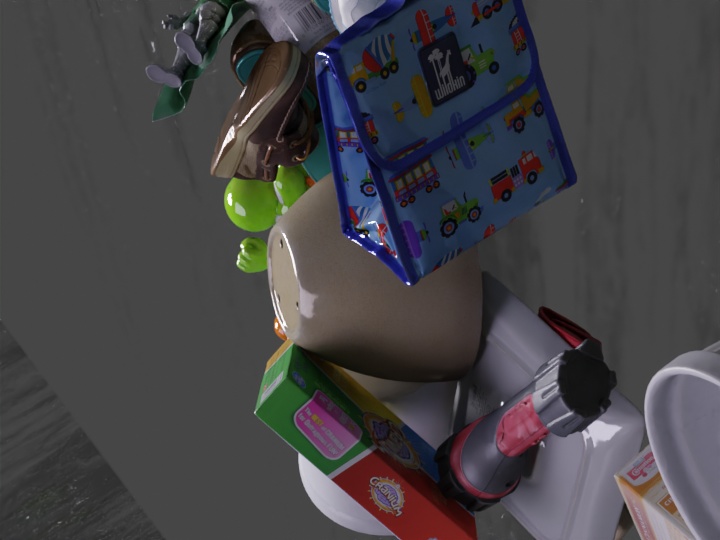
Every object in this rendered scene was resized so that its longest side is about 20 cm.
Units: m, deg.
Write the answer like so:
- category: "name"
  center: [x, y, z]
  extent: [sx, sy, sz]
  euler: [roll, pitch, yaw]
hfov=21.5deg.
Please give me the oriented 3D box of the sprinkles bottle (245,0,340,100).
- category: "sprinkles bottle"
  center: [-0.053, -0.218, 1.540]
  extent: [0.200, 0.068, 0.068]
  euler: [55, 162, 13]

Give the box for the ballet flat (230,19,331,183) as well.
- category: "ballet flat"
  center: [-0.046, -0.142, 1.629]
  extent: [0.200, 0.068, 0.073]
  euler: [46, -155, -35]

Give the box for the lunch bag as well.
- category: "lunch bag"
  center: [0.049, -0.118, 1.291]
  extent: [0.094, 0.150, 0.201]
  euler: [38, 153, 47]

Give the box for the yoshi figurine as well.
- category: "yoshi figurine"
  center: [-0.077, -0.031, 1.849]
  extent: [0.112, 0.111, 0.201]
  euler: [50, 158, 45]

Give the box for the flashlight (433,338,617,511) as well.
- category: "flashlight"
  center: [0.123, 0.123, 1.430]
  extent: [0.068, 0.068, 0.200]
  euler: [59, 149, 9]

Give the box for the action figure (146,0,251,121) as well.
- category: "action figure"
  center: [-0.126, -0.218, 1.613]
  extent: [0.055, 0.200, 0.118]
  euler: [41, 121, -13]

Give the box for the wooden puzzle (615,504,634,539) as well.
- category: "wooden puzzle"
  center: [0.161, 0.156, 1.613]
  extent: [0.185, 0.037, 0.200]
  euler: [55, 162, 15]

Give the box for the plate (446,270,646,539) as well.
- category: "plate"
  center: [0.135, 0.131, 1.514]
  extent: [0.200, 0.032, 0.200]
  euler: [45, 144, 35]

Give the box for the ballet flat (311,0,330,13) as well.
- category: "ballet flat"
  center: [-0.022, -0.283, 1.377]
  extent: [0.201, 0.069, 0.071]
  euler: [86, 167, -47]

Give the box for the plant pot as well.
- category: "plant pot"
  center: [0.000, 0.000, 1.537]
  extent: [0.200, 0.134, 0.202]
  euler: [172, 90, -73]

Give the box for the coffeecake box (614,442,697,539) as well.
- category: "coffeecake box"
  center: [0.278, 0.214, 1.295]
  extent: [0.200, 0.073, 0.154]
  euler: [41, 166, 43]

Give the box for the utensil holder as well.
- category: "utensil holder"
  center: [0.020, 0.114, 1.723]
  extent: [0.170, 0.169, 0.201]
  euler: [46, 155, 35]

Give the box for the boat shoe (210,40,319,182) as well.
- category: "boat shoe"
  center: [-0.065, -0.120, 1.538]
  extent: [0.072, 0.073, 0.200]
  euler: [20, 153, -11]

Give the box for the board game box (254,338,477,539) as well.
- category: "board game box"
  center: [0.006, 0.144, 1.528]
  extent: [0.200, 0.040, 0.153]
  euler: [41, -170, -8]

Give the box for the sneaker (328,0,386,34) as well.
- category: "sneaker"
  center: [0.041, -0.160, 1.388]
  extent: [0.081, 0.076, 0.201]
  euler: [24, 148, 47]

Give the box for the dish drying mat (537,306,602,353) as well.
- category: "dish drying mat"
  center: [0.166, 0.130, 1.513]
  extent: [0.077, 0.018, 0.201]
  euler: [31, 134, 45]

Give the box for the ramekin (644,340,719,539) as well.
- category: "ramekin"
  center: [0.273, 0.118, 1.140]
  extent: [0.200, 0.105, 0.201]
  euler: [50, 160, 26]
